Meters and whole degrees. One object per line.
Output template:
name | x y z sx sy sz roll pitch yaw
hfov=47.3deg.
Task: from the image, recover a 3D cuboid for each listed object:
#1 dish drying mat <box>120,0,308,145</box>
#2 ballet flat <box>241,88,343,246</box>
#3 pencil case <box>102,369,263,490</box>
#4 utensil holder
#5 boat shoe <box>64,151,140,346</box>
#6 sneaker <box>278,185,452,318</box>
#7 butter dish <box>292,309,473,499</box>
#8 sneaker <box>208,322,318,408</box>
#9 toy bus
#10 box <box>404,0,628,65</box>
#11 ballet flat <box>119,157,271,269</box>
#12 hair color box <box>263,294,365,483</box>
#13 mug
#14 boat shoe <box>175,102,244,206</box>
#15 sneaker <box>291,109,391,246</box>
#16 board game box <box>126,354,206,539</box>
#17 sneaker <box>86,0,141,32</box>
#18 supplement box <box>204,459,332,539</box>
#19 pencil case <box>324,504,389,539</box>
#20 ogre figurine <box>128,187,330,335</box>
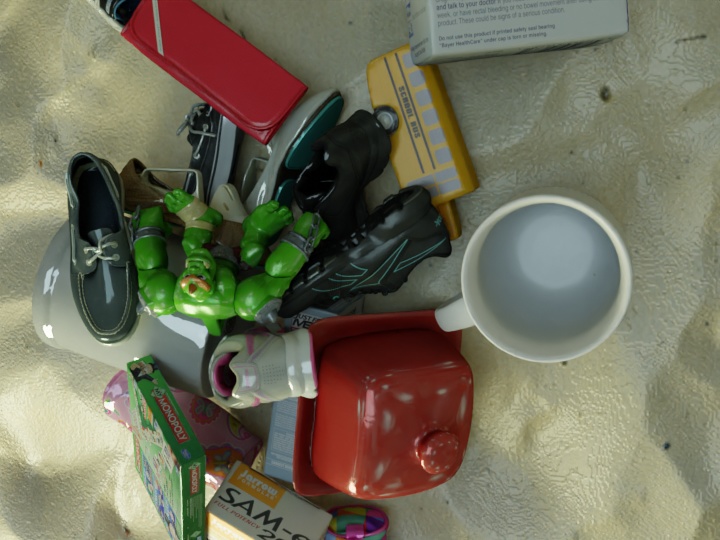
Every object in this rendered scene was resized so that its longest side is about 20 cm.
dish drying mat | -0.155 -0.219 0.858 0.199 0.018 0.077 37 90 7
ballet flat | -0.089 -0.121 0.907 0.069 0.069 0.201 32 111 8
pencil case | -0.216 0.187 0.995 0.199 0.087 0.088 31 108 10
utensil holder | -0.231 0.035 0.925 0.198 0.170 0.171 17 105 10
boat shoe | -0.265 -0.025 0.826 0.072 0.062 0.202 -10 73 -3
sneaker | 0.000 0.000 0.822 0.199 0.076 0.079 -33 111 13
butter dish | 0.045 0.155 0.835 0.198 0.148 0.202 -2 107 -29
sneaker | -0.112 0.093 0.820 0.087 0.200 0.082 -5 84 -22
toy bus | 0.067 -0.128 0.856 0.078 0.065 0.202 -19 94 17
box | 0.133 -0.302 0.754 0.182 0.105 0.202 -7 100 -5
ballet flat | -0.177 -0.070 0.889 0.199 0.068 0.073 23 101 10
hair color box | -0.051 0.126 0.922 0.060 0.099 0.202 13 104 15
mug | 0.161 0.004 0.795 0.199 0.175 0.148 -29 91 20
boat shoe | -0.166 -0.153 0.916 0.067 0.074 0.201 14 114 -1
sneaker | -0.034 -0.072 0.858 0.076 0.090 0.201 39 138 28
board game box | -0.206 0.203 0.873 0.135 0.029 0.201 52 147 32
sneaker | -0.277 -0.313 0.919 0.199 0.072 0.072 35 110 9
supplement box | -0.116 0.323 0.948 0.125 0.074 0.201 27 137 11
pencil case | -0.004 0.380 0.967 0.088 0.088 0.202 1 100 16
ogre figurine | -0.137 -0.007 0.802 0.198 0.098 0.121 11 63 -7
